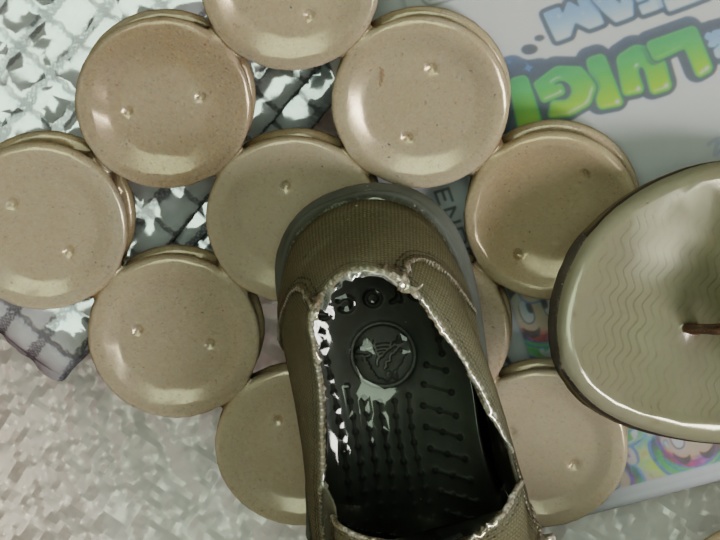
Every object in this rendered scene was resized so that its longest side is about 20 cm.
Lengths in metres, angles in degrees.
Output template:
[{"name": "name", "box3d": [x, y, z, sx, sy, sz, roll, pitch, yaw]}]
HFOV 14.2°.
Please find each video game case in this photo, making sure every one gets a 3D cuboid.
[{"name": "video game case", "box3d": [0.107, -0.028, 0.827, 0.199, 0.024, 0.182, -16, 111, 11]}]

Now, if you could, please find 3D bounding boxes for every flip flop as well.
[{"name": "flip flop", "box3d": [0.151, 0.015, 0.784, 0.199, 0.058, 0.081, 9, 88, 0]}]

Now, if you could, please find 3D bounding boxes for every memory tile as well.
[{"name": "memory tile", "box3d": [0.000, 0.000, 0.821, 0.200, 0.017, 0.153, 42, 106, -13]}]

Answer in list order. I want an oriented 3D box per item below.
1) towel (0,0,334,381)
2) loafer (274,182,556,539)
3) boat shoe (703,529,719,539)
[{"name": "towel", "box3d": [-0.080, -0.088, 0.871, 0.165, 0.086, 0.200, 38, 94, -1]}, {"name": "loafer", "box3d": [0.016, 0.078, 0.786, 0.075, 0.070, 0.201, -17, 97, 7]}, {"name": "boat shoe", "box3d": [0.192, 0.075, 0.830, 0.200, 0.071, 0.065, -22, 120, 5]}]
